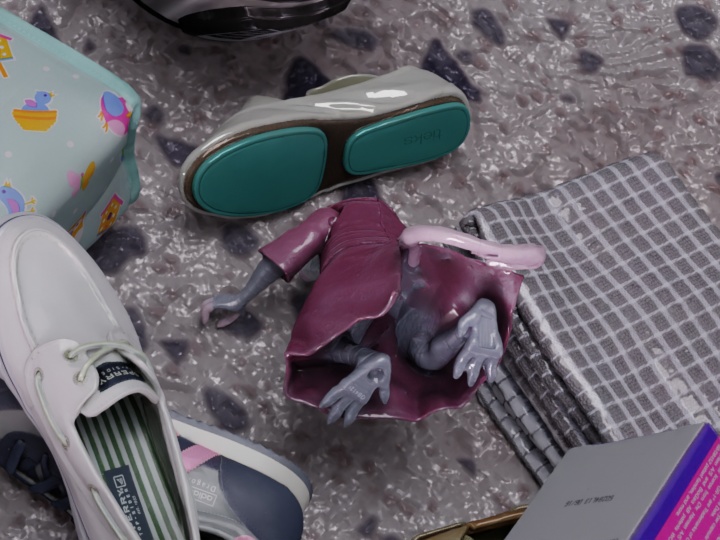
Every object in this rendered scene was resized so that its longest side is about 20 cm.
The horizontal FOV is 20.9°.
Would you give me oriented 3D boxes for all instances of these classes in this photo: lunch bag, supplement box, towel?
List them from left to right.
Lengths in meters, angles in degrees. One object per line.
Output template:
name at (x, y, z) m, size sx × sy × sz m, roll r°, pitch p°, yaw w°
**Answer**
lunch bag at (-0.240, -0.064, 1.033) m, size 0.199 × 0.122 × 0.171 m, roll 35°, pitch 61°, yaw 11°
towel at (0.148, 0.032, 1.107) m, size 0.165 × 0.086 × 0.201 m, roll -23°, pitch 67°, yaw -28°
supplement box at (0.169, 0.186, 0.962) m, size 0.201 × 0.101 × 0.103 m, roll 53°, pitch 54°, yaw -15°

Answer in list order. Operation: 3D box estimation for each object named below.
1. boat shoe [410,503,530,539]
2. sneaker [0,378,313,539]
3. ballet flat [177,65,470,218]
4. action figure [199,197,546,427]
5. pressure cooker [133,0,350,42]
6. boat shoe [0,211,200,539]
boat shoe at (0.045, 0.162, 1.002) m, size 0.199 × 0.074 × 0.076 m, roll -18°, pitch 65°, yaw -25°
sneaker at (-0.125, 0.111, 0.988) m, size 0.198 × 0.070 × 0.083 m, roll 18°, pitch 54°, yaw -3°
ballet flat at (-0.029, -0.080, 1.146) m, size 0.199 × 0.070 × 0.070 m, roll -16°, pitch 64°, yaw -29°
action figure at (0.000, 0.000, 1.046) m, size 0.133 × 0.150 × 0.200 m, roll 14°, pitch 23°, yaw -17°
pressure cooker at (-0.069, -0.229, 1.147) m, size 0.175 × 0.200 × 0.179 m, roll 36°, pitch 76°, yaw -16°
boat shoe at (-0.120, 0.059, 0.933) m, size 0.073 × 0.067 × 0.201 m, roll -24°, pitch 87°, yaw -33°
